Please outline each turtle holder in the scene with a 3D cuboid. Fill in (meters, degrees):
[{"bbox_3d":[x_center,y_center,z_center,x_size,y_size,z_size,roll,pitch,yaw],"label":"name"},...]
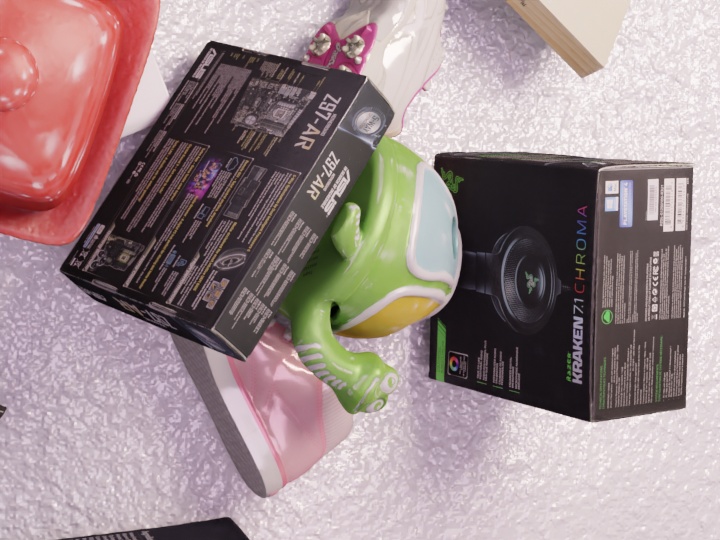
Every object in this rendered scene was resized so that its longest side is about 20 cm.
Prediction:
[{"bbox_3d":[0.006,-0.009,1.178,0.132,0.186,0.141,27,120,-34],"label":"turtle holder"}]

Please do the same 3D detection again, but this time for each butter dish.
[{"bbox_3d":[-0.235,-0.126,1.076,0.200,0.148,0.200,19,92,-19],"label":"butter dish"}]

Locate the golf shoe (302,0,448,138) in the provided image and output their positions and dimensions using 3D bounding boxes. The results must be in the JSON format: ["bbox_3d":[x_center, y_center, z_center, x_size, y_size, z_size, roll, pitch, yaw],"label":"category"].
[{"bbox_3d":[0.031,-0.186,1.229,0.091,0.075,0.200,36,82,-42],"label":"golf shoe"}]

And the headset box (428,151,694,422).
[{"bbox_3d":[0.136,0.004,1.213,0.093,0.200,0.175,-4,99,-33],"label":"headset box"}]

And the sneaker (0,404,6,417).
[{"bbox_3d":[-0.321,0.046,1.137,0.200,0.080,0.086,33,76,-24],"label":"sneaker"}]

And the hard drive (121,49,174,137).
[{"bbox_3d":[-0.243,-0.132,1.164,0.200,0.027,0.132,-23,103,-13],"label":"hard drive"}]

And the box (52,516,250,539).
[{"bbox_3d":[-0.168,0.294,1.192,0.200,0.117,0.197,-5,98,-18],"label":"box"}]

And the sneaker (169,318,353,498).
[{"bbox_3d":[-0.071,0.054,1.218,0.105,0.075,0.200,-28,103,-19],"label":"sneaker"}]

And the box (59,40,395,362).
[{"bbox_3d":[-0.090,-0.053,1.133,0.200,0.160,0.044,-60,138,-15],"label":"box"}]

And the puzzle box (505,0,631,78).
[{"bbox_3d":[0.123,-0.252,1.223,0.200,0.025,0.133,42,52,-21],"label":"puzzle box"}]
